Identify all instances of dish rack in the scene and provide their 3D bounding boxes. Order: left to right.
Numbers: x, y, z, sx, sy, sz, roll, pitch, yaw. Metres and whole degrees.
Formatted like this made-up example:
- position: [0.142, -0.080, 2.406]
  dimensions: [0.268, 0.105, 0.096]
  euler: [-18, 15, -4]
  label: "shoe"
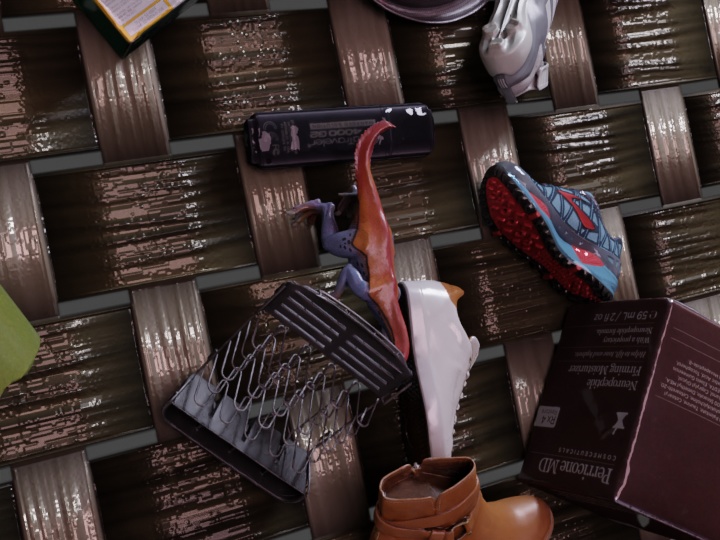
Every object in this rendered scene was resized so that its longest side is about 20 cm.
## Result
- position: [-0.059, 0.103, 0.779]
  dimensions: [0.153, 0.200, 0.055]
  euler: [37, 37, -15]
  label: "dish rack"

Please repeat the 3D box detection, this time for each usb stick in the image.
- position: [-0.016, -0.132, 0.895]
  dimensions: [0.198, 0.033, 0.056]
  euler: [-8, 95, -24]
  label: "usb stick"

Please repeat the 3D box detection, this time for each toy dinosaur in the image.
- position: [0.000, 0.000, 0.824]
  dimensions: [0.104, 0.201, 0.182]
  euler: [-7, 45, -30]
  label: "toy dinosaur"

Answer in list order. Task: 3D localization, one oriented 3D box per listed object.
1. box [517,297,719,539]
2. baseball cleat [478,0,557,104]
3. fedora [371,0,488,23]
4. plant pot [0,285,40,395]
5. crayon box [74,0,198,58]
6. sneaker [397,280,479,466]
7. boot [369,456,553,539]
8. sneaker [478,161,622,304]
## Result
- position: [0.293, 0.153, 0.928]
  dimensions: [0.163, 0.166, 0.202]
  euler: [26, 75, -20]
  label: "box"
- position: [0.177, -0.262, 0.979]
  dimensions: [0.201, 0.069, 0.107]
  euler: [-61, 141, -29]
  label: "baseball cleat"
- position: [0.078, -0.347, 0.922]
  dimensions: [0.198, 0.090, 0.179]
  euler: [-10, 89, -24]
  label: "fedora"
- position: [-0.345, 0.030, 0.671]
  dimensions: [0.200, 0.199, 0.190]
  euler: [-49, 115, -19]
  label: "plant pot"
- position: [-0.228, -0.310, 0.810]
  dimensions: [0.126, 0.051, 0.200]
  euler: [-44, 103, -20]
  label: "crayon box"
- position: [0.084, 0.109, 0.893]
  dimensions: [0.084, 0.073, 0.202]
  euler: [-2, 85, -21]
  label: "sneaker"
- position: [0.102, 0.225, 0.851]
  dimensions: [0.198, 0.074, 0.156]
  euler: [-19, 130, -21]
  label: "boot"
- position: [0.204, -0.054, 0.968]
  dimensions: [0.200, 0.079, 0.096]
  euler: [43, 61, -23]
  label: "sneaker"
